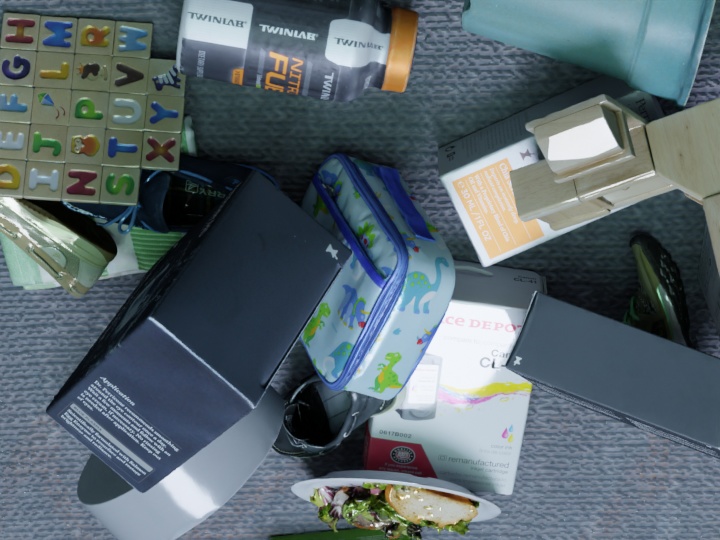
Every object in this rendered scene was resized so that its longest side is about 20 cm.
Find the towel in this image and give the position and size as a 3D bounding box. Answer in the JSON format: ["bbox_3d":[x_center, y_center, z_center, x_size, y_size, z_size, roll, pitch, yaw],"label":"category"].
[{"bbox_3d":[-0.238,-0.062,1.785,0.199,0.023,0.153,-7,114,7],"label":"towel"}]

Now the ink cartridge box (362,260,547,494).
[{"bbox_3d":[0.086,0.098,1.815,0.147,0.086,0.201,7,117,-1],"label":"ink cartridge box"}]

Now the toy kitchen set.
[{"bbox_3d":[0.223,-0.035,1.568,0.199,0.163,0.181,-18,72,25],"label":"toy kitchen set"}]

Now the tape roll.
[{"bbox_3d":[-0.165,0.163,1.788,0.200,0.200,0.066,-35,110,16],"label":"tape roll"}]

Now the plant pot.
[{"bbox_3d":[0.192,-0.251,1.601,0.195,0.200,0.201,13,115,5],"label":"plant pot"}]

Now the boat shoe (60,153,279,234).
[{"bbox_3d":[-0.173,-0.072,1.726,0.199,0.069,0.084,-2,113,4],"label":"boat shoe"}]

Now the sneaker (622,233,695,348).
[{"bbox_3d":[0.262,0.063,1.805,0.088,0.077,0.201,-10,113,15],"label":"sneaker"}]

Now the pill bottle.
[{"bbox_3d":[-0.052,-0.204,1.666,0.199,0.106,0.107,9,115,-3],"label":"pill bottle"}]

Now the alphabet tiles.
[{"bbox_3d":[-0.254,-0.142,1.700,0.199,0.006,0.167,4,78,0],"label":"alphabet tiles"}]

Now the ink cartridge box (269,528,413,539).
[{"bbox_3d":[-0.010,0.364,1.948,0.147,0.076,0.201,-6,116,4],"label":"ink cartridge box"}]

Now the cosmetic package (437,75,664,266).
[{"bbox_3d":[0.178,-0.094,1.730,0.199,0.071,0.102,-24,112,12],"label":"cosmetic package"}]

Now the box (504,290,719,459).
[{"bbox_3d":[0.244,0.096,1.703,0.199,0.141,0.079,21,88,21],"label":"box"}]

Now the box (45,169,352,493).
[{"bbox_3d":[-0.136,0.052,1.638,0.117,0.197,0.200,41,137,-10],"label":"box"}]

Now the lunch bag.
[{"bbox_3d":[0.000,0.000,1.708,0.082,0.200,0.161,14,119,-31],"label":"lunch bag"}]

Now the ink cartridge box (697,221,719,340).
[{"bbox_3d":[0.352,-0.005,1.696,0.076,0.200,0.137,4,116,0],"label":"ink cartridge box"}]

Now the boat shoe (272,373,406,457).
[{"bbox_3d":[-0.040,0.132,1.799,0.199,0.066,0.075,-23,83,49],"label":"boat shoe"}]

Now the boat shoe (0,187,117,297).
[{"bbox_3d":[-0.315,-0.050,1.744,0.200,0.073,0.063,33,107,-18],"label":"boat shoe"}]

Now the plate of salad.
[{"bbox_3d":[0.032,0.226,1.833,0.199,0.200,0.048,6,74,-1],"label":"plate of salad"}]
